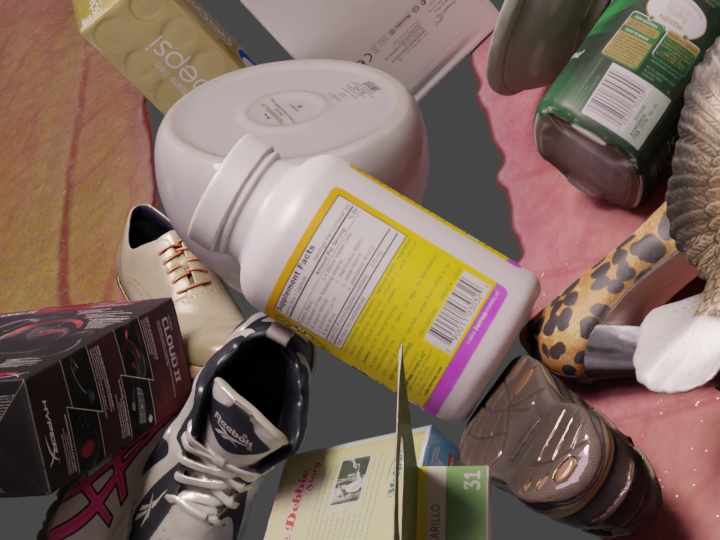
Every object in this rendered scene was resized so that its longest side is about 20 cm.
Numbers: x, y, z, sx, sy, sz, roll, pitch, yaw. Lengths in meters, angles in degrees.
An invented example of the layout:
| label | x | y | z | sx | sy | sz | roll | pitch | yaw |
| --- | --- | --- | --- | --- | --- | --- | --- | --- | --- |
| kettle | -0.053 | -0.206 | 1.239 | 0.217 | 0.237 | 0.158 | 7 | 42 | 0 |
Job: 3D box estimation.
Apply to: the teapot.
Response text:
| label | x | y | z | sx | sy | sz | roll | pitch | yaw |
| --- | --- | --- | --- | --- | --- | --- | --- | --- | --- |
| teapot | -0.044 | -0.045 | 1.373 | 0.196 | 0.147 | 0.200 | 4 | 32 | 18 |

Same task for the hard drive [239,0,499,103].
| label | x | y | z | sx | sy | sz | roll | pitch | yaw |
| --- | --- | --- | --- | --- | --- | --- | --- | --- | --- |
| hard drive | -0.001 | -0.196 | 1.417 | 0.132 | 0.200 | 0.027 | -44 | 41 | 2 |

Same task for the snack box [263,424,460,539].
| label | x | y | z | sx | sy | sz | roll | pitch | yaw |
| --- | --- | --- | --- | --- | --- | --- | --- | --- | --- |
| snack box | -0.014 | 0.190 | 1.191 | 0.116 | 0.037 | 0.201 | -15 | 45 | 36 |

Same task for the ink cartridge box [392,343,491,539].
| label | x | y | z | sx | sy | sz | roll | pitch | yaw |
| --- | --- | --- | --- | --- | --- | --- | --- | --- | --- |
| ink cartridge box | 0.044 | 0.155 | 1.036 | 0.048 | 0.201 | 0.146 | 0 | 46 | 3 |

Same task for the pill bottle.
| label | x | y | z | sx | sy | sz | roll | pitch | yaw |
| --- | --- | --- | --- | --- | --- | --- | --- | --- | --- |
| pill bottle | 0.000 | 0.000 | 1.215 | 0.105 | 0.199 | 0.104 | -58 | -4 | -7 |

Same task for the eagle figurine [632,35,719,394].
| label | x | y | z | sx | sy | sz | roll | pitch | yaw |
| --- | --- | --- | --- | --- | --- | --- | --- | --- | --- |
| eagle figurine | 0.227 | -0.027 | 1.046 | 0.151 | 0.201 | 0.151 | 9 | 28 | 21 |

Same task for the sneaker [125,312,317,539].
| label | x | y | z | sx | sy | sz | roll | pitch | yaw |
| --- | --- | --- | --- | --- | --- | --- | --- | --- | --- |
| sneaker | -0.086 | 0.114 | 1.246 | 0.200 | 0.079 | 0.130 | -56 | -2 | -7 |

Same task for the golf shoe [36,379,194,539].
| label | x | y | z | sx | sy | sz | roll | pitch | yaw |
| --- | --- | --- | --- | --- | --- | --- | --- | --- | --- |
| golf shoe | -0.142 | 0.149 | 1.332 | 0.092 | 0.073 | 0.201 | 7 | 59 | 46 |

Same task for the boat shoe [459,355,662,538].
| label | x | y | z | sx | sy | sz | roll | pitch | yaw |
| --- | --- | --- | --- | --- | --- | --- | --- | --- | --- |
| boat shoe | 0.110 | 0.105 | 1.124 | 0.075 | 0.073 | 0.200 | -52 | 14 | 4 |

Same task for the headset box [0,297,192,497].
| label | x | y | z | sx | sy | sz | roll | pitch | yaw |
| --- | --- | --- | --- | --- | --- | --- | --- | --- | --- |
| headset box | -0.210 | 0.077 | 1.289 | 0.148 | 0.075 | 0.200 | -6 | 13 | 25 |

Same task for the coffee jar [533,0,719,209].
| label | x | y | z | sx | sy | sz | roll | pitch | yaw |
| --- | --- | --- | --- | --- | --- | --- | --- | --- | --- |
| coffee jar | 0.191 | -0.143 | 1.254 | 0.085 | 0.104 | 0.200 | 33 | 76 | 13 |

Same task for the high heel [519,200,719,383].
| label | x | y | z | sx | sy | sz | roll | pitch | yaw |
| --- | --- | --- | --- | --- | --- | --- | --- | --- | --- |
| high heel | 0.167 | -0.030 | 1.192 | 0.142 | 0.071 | 0.201 | -2 | 63 | 37 |

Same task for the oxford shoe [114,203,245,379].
| label | x | y | z | sx | sy | sz | roll | pitch | yaw |
| --- | --- | --- | --- | --- | --- | --- | --- | --- | --- |
| oxford shoe | -0.126 | 0.015 | 1.395 | 0.070 | 0.074 | 0.200 | -14 | 27 | -25 |

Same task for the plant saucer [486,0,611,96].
| label | x | y | z | sx | sy | sz | roll | pitch | yaw |
| --- | --- | --- | --- | --- | --- | --- | --- | --- | --- |
| plant saucer | 0.155 | -0.191 | 1.310 | 0.050 | 0.200 | 0.201 | 32 | 77 | 15 |

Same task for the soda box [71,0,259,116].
| label | x | y | z | sx | sy | sz | roll | pitch | yaw |
| --- | --- | --- | --- | --- | --- | --- | --- | --- | --- |
| soda box | -0.119 | -0.144 | 1.487 | 0.068 | 0.200 | 0.064 | -38 | 35 | 11 |
